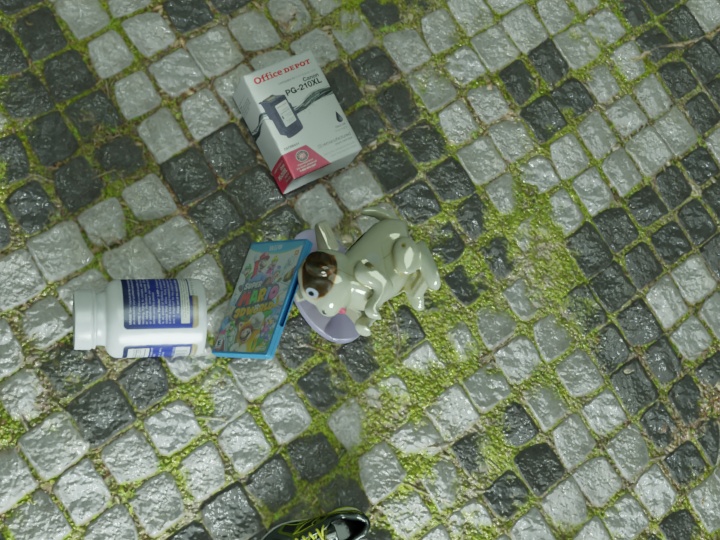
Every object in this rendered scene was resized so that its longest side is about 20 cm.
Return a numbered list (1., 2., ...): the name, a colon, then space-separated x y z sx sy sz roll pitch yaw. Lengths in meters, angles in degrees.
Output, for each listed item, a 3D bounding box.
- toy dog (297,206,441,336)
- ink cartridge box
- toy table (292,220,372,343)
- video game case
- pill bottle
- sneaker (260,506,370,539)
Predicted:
1. toy dog: 0.000 0.000 1.620 0.197 0.139 0.197 -17 82 -19
2. ink cartridge box: -0.110 -0.258 1.807 0.143 0.084 0.202 -25 84 -23
3. toy table: -0.044 0.016 1.737 0.183 0.117 0.201 -36 89 -23
4. video game case: -0.159 0.045 1.683 0.018 0.142 0.203 35 64 -38
5. pill bottle: -0.343 0.074 1.621 0.196 0.120 0.122 0 75 -18
6. sneaker: -0.074 0.415 1.633 0.197 0.085 0.076 -20 81 -22
